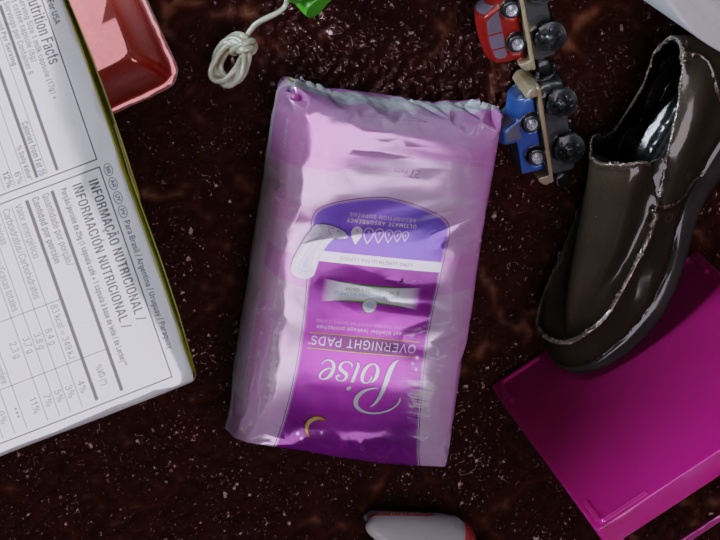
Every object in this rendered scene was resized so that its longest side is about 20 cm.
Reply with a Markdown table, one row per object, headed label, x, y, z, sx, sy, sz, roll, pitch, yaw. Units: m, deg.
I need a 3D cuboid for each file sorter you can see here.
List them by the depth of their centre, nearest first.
| label | x | y | z | sx | sy | sz | roll | pitch | yaw |
| --- | --- | --- | --- | --- | --- | --- | --- | --- | --- |
| file sorter | 0.182 | 0.105 | 1.397 | 0.139 | 0.200 | 0.126 | -33 | 112 | 0 |

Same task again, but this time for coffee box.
| label | x | y | z | sx | sy | sz | roll | pitch | yaw |
| --- | --- | --- | --- | --- | --- | --- | --- | --- | --- |
| coffee box | -0.212 | -0.022 | 1.225 | 0.197 | 0.200 | 0.201 | -21 | 103 | -11 |

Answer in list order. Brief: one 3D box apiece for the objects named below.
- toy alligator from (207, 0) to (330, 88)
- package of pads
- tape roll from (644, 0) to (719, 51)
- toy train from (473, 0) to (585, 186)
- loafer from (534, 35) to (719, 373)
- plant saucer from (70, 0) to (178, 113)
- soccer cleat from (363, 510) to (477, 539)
| label | x | y | z | sx | sy | sz | roll | pitch | yaw |
| --- | --- | --- | --- | --- | --- | --- | --- | --- | --- |
| toy alligator | -0.004 | -0.171 | 1.360 | 0.200 | 0.059 | 0.054 | -51 | 150 | 15 |
| package of pads | 0.000 | 0.000 | 1.394 | 0.120 | 0.076 | 0.201 | 7 | 104 | -10 |
| tape roll | 0.220 | -0.212 | 1.355 | 0.201 | 0.071 | 0.204 | -10 | 117 | -21 |
| toy train | 0.082 | -0.132 | 1.378 | 0.046 | 0.034 | 0.201 | -16 | 118 | -6 |
| loafer | 0.142 | -0.042 | 1.407 | 0.071 | 0.073 | 0.201 | 24 | 93 | -36 |
| plant saucer | -0.221 | -0.147 | 1.329 | 0.199 | 0.037 | 0.201 | -25 | 110 | -4 |
| soccer cleat | 0.014 | 0.230 | 1.471 | 0.085 | 0.069 | 0.201 | 15 | 99 | -6 |
